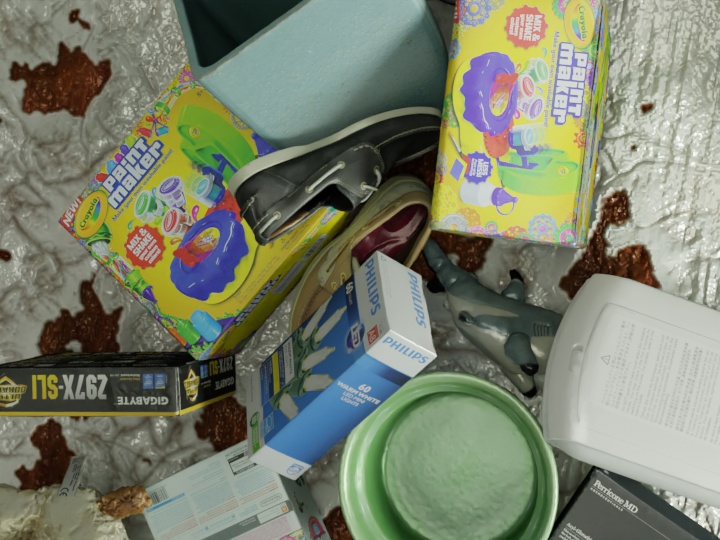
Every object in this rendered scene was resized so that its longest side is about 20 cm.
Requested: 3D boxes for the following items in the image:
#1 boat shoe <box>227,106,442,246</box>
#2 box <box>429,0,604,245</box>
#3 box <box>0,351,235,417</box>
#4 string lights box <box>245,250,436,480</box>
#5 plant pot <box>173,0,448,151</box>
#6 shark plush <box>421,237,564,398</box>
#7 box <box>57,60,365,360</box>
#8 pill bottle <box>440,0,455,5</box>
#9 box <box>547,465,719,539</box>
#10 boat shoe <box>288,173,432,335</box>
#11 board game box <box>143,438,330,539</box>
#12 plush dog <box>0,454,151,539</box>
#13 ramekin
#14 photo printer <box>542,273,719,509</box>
[{"bbox_3d":[-0.011,-0.082,1.061,0.199,0.072,0.068,-23,69,-15],"label":"boat shoe"},{"bbox_3d":[0.144,-0.126,1.069,0.121,0.193,0.202,7,91,12],"label":"box"},{"bbox_3d":[-0.237,0.107,1.182,0.198,0.160,0.050,-1,90,12],"label":"box"},{"bbox_3d":[-0.022,0.088,1.119,0.059,0.103,0.200,28,123,-29],"label":"string lights box"},{"bbox_3d":[-0.027,-0.206,1.102,0.195,0.200,0.197,-32,41,10],"label":"plant pot"},{"bbox_3d":[0.131,0.037,1.166,0.083,0.091,0.200,-46,59,-10],"label":"shark plush"},{"bbox_3d":[-0.138,-0.055,1.178,0.192,0.122,0.200,42,98,10],"label":"box"},{"bbox_3d":[0.088,-0.294,1.084,0.105,0.200,0.107,0,89,10],"label":"pill bottle"},{"bbox_3d":[0.259,0.285,1.112,0.199,0.079,0.142,34,101,11],"label":"box"},{"bbox_3d":[0.000,0.000,1.162,0.074,0.066,0.201,30,101,-17],"label":"boat shoe"},{"bbox_3d":[-0.108,0.274,1.203,0.147,0.064,0.201,-25,83,13],"label":"board game box"},{"bbox_3d":[-0.268,0.295,1.199,0.160,0.173,0.200,-26,47,-23],"label":"plush dog"},{"bbox_3d":[0.086,0.189,1.140,0.198,0.098,0.202,0,90,12],"label":"ramekin"},{"bbox_3d":[0.260,0.102,1.076,0.198,0.069,0.168,19,76,-3],"label":"photo printer"}]
